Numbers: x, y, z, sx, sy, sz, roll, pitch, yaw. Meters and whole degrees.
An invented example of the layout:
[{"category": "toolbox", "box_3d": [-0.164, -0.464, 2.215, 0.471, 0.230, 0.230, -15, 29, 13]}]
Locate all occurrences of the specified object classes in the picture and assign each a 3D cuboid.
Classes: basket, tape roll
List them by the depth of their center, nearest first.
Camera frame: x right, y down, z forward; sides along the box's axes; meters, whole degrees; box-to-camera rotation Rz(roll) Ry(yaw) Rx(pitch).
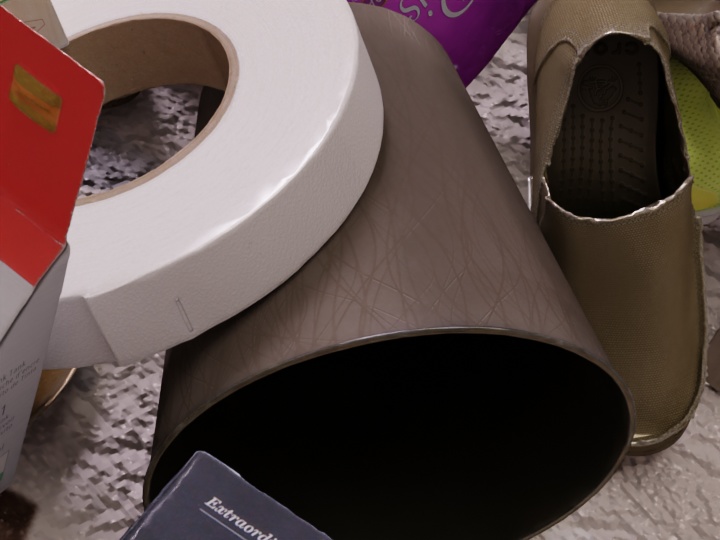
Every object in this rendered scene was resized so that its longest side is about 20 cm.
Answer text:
[{"category": "tape roll", "box_3d": [-0.090, -0.048, 0.782, 0.201, 0.037, 0.204, -13, 42, 11]}, {"category": "basket", "box_3d": [0.000, 0.000, 0.814, 0.179, 0.136, 0.201, -13, 46, 4]}]

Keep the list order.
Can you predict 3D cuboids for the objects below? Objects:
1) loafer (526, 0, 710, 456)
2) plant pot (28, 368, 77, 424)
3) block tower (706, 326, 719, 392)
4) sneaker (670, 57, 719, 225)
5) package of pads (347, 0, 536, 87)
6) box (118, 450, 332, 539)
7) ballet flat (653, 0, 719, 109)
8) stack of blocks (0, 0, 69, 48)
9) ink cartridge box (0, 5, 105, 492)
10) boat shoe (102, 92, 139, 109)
[{"category": "loafer", "box_3d": [0.099, -0.017, 0.838, 0.075, 0.201, 0.067, -9, 12, 5]}, {"category": "plant pot", "box_3d": [-0.202, 0.005, 0.807, 0.199, 0.028, 0.201, 10, 48, -11]}, {"category": "block tower", "box_3d": [0.226, -0.009, 0.958, 0.058, 0.054, 0.200, 35, 48, 13]}, {"category": "sneaker", "box_3d": [0.191, -0.085, 0.909, 0.199, 0.090, 0.079, -26, 85, -28]}, {"category": "package of pads", "box_3d": [-0.019, -0.153, 0.894, 0.200, 0.121, 0.076, 37, 5, -29]}, {"category": "box", "box_3d": [-0.053, 0.182, 0.652, 0.148, 0.105, 0.200, 33, 47, 11]}, {"category": "ballet flat", "box_3d": [0.135, -0.115, 0.888, 0.067, 0.047, 0.200, -25, 29, -8]}, {"category": "stack of blocks", "box_3d": [-0.224, -0.103, 0.781, 0.199, 0.116, 0.059, -24, 40, -6]}, {"category": "ink cartridge box", "box_3d": [-0.171, -0.024, 0.687, 0.161, 0.201, 0.050, 37, 48, 14]}, {"category": "boat shoe", "box_3d": [-0.163, -0.158, 0.932, 0.075, 0.075, 0.202, -28, 64, -37]}]
